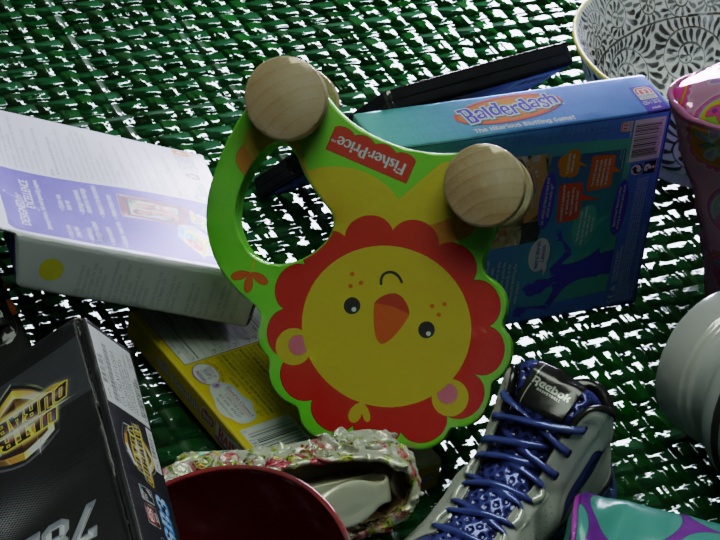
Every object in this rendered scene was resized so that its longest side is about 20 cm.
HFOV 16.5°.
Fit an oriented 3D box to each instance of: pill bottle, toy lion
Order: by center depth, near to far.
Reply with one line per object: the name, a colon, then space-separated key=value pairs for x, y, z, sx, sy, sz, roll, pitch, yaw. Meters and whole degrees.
toy lion: x=0.000 y=0.000 z=1.416 sx=0.200 sy=0.192 sz=0.069 roll=25 pitch=1 yaw=7
pill bottle: x=0.269 y=0.091 z=1.420 sx=0.116 sy=0.117 sz=0.200 roll=-18 pitch=33 yaw=-31

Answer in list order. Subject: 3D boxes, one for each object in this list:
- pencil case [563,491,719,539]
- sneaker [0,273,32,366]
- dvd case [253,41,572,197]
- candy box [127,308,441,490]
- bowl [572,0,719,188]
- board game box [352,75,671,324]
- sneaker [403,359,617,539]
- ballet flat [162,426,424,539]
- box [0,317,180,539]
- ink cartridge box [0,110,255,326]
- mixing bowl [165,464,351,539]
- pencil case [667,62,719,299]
pencil case: x=0.201 y=0.180 z=1.321 sx=0.199 sy=0.085 sz=0.092 roll=13 pitch=8 yaw=9
sneaker: x=-0.244 y=0.012 z=1.474 sx=0.070 sy=0.090 sz=0.200 roll=-13 pitch=40 yaw=-25
dvd case: x=0.031 y=-0.096 z=1.613 sx=0.142 sy=0.200 sz=0.018 roll=-17 pitch=85 yaw=-30
candy box: x=-0.048 y=0.075 z=1.475 sx=0.102 sy=0.026 sz=0.200 roll=-14 pitch=41 yaw=-30
bowl: x=0.241 y=-0.119 z=1.733 sx=0.200 sy=0.094 sz=0.201 roll=4 pitch=36 yaw=-3
board game box: x=0.087 y=-0.036 z=1.544 sx=0.199 sy=0.152 sz=0.045 roll=-9 pitch=38 yaw=-22
sneaker: x=0.081 y=0.114 z=1.367 sx=0.080 sy=0.115 sz=0.199 roll=25 pitch=39 yaw=25
ballet flat: x=-0.055 y=0.129 z=1.337 sx=0.200 sy=0.076 sz=0.064 roll=-17 pitch=14 yaw=-20
box: x=-0.180 y=0.153 z=1.200 sx=0.200 sy=0.050 sz=0.199 roll=-31 pitch=49 yaw=16
ink cartridge box: x=-0.176 y=-0.039 z=1.528 sx=0.199 sy=0.047 sz=0.198 roll=10 pitch=23 yaw=-20
mixing bowl: x=-0.058 y=0.206 z=1.189 sx=0.200 sy=0.108 sz=0.201 roll=-19 pitch=51 yaw=24
pencil case: x=0.244 y=-0.038 z=1.531 sx=0.087 sy=0.200 sz=0.088 roll=-9 pitch=35 yaw=7
